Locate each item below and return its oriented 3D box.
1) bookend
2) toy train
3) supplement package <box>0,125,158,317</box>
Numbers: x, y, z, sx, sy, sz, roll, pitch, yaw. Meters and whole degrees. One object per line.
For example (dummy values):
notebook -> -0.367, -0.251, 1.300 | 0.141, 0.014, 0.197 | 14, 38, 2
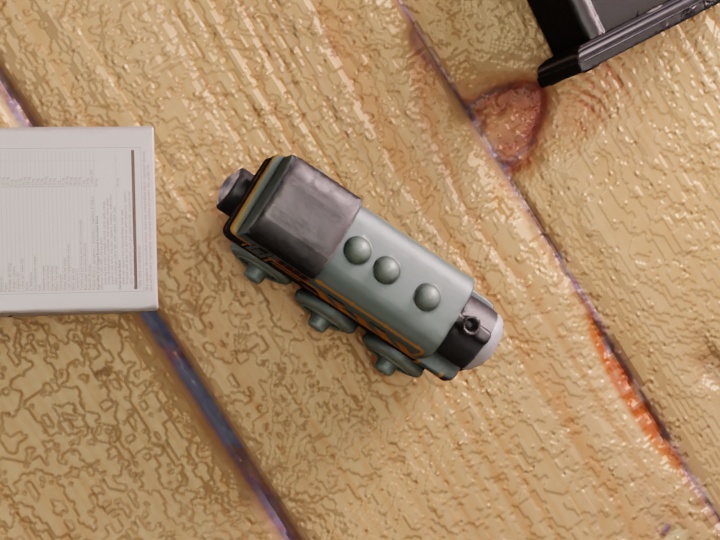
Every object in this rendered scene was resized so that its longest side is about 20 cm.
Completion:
bookend -> 0.172, -0.254, 1.592 | 0.198, 0.092, 0.201 | -26, 93, -12
toy train -> 0.000, 0.000, 1.532 | 0.199, 0.114, 0.086 | 35, 82, -10
supplement package -> -0.229, -0.028, 1.482 | 0.198, 0.109, 0.115 | -1, 88, -13
